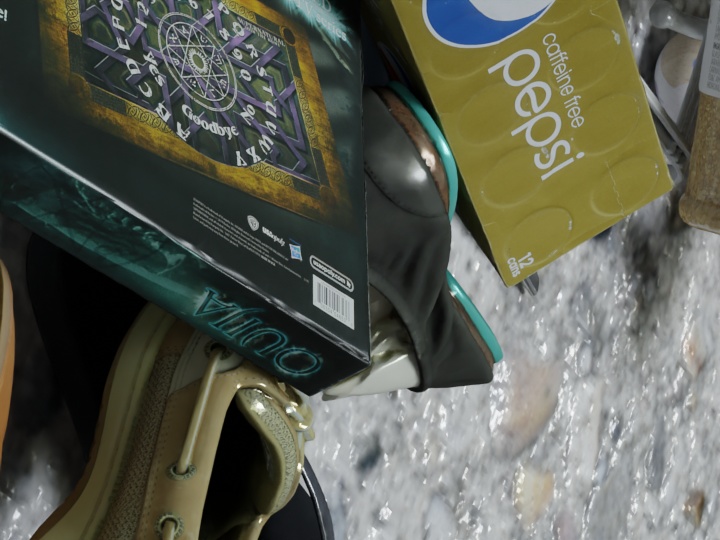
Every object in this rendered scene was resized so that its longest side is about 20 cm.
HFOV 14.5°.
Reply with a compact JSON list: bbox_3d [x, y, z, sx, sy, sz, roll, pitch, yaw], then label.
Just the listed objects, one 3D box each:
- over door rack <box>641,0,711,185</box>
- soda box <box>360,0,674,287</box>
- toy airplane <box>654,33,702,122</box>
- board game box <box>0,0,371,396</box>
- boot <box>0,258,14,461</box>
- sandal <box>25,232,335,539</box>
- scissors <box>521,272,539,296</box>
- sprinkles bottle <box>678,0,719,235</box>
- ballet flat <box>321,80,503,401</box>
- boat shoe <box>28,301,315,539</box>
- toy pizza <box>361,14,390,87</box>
[{"bbox_3d":[0.099,-0.142,1.054,0.200,0.066,0.149,57,48,-59],"label":"over door rack"},{"bbox_3d":[0.037,-0.086,0.866,0.067,0.064,0.200,-30,142,-4],"label":"soda box"},{"bbox_3d":[0.188,-0.069,1.181,0.200,0.140,0.201,-98,-164,-72],"label":"toy airplane"},{"bbox_3d":[-0.072,-0.067,0.755,0.200,0.028,0.136,34,42,-38],"label":"board game box"},{"bbox_3d":[-0.114,0.100,0.791,0.155,0.073,0.201,37,67,-60],"label":"boot"},{"bbox_3d":[-0.047,0.066,0.876,0.076,0.043,0.201,-42,122,-33],"label":"sandal"},{"bbox_3d":[0.039,-0.036,1.011,0.201,0.014,0.073,80,31,-47],"label":"scissors"},{"bbox_3d":[0.164,-0.111,1.048,0.068,0.068,0.202,-7,107,-56],"label":"sprinkles bottle"},{"bbox_3d":[0.000,0.000,0.934,0.068,0.068,0.200,-35,155,-7],"label":"ballet flat"},{"bbox_3d":[-0.043,0.065,0.784,0.201,0.063,0.074,-60,150,-46],"label":"boat shoe"},{"bbox_3d":[0.011,-0.135,0.943,0.200,0.032,0.201,-44,141,-52],"label":"toy pizza"}]
